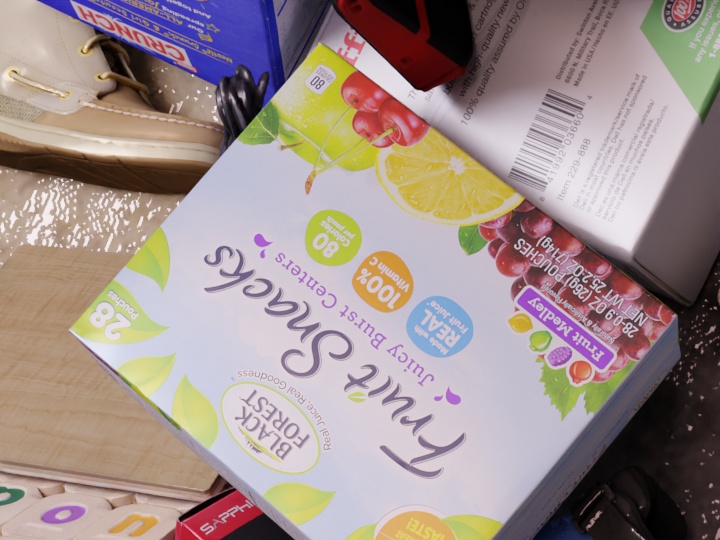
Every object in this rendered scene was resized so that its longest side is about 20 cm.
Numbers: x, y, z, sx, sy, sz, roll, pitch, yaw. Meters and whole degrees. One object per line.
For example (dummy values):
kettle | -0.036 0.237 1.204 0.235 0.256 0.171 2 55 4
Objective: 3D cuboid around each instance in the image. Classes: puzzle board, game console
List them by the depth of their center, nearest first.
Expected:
game console | -0.002 -0.185 0.995 0.031 0.177 0.202 -14 79 17
puzzle board | -0.122 0.048 1.152 0.199 0.017 0.151 6 42 28

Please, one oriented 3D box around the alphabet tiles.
alphabet tiles | -0.159 0.107 1.110 0.199 0.195 0.015 5 111 29

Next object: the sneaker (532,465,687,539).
sneaker | 0.081 0.126 1.028 0.199 0.077 0.112 32 89 35

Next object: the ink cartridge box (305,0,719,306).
ink cartridge box | 0.087 -0.093 1.084 0.199 0.084 0.147 26 88 32

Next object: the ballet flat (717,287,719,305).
ballet flat | 0.190 0.082 0.998 0.067 0.068 0.201 -27 57 40

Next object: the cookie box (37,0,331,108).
cookie box | -0.101 -0.177 1.093 0.170 0.200 0.076 26 71 12

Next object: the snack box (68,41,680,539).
snack box | 0.007 0.031 0.995 0.200 0.068 0.169 39 82 20

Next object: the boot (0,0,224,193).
boot | -0.134 -0.125 1.223 0.199 0.073 0.157 11 79 33

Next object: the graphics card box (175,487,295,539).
graphics card box | -0.004 0.198 1.028 0.200 0.051 0.126 37 136 33

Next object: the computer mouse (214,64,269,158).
computer mouse | 0.000 0.000 1.088 0.200 0.110 0.044 40 57 19
